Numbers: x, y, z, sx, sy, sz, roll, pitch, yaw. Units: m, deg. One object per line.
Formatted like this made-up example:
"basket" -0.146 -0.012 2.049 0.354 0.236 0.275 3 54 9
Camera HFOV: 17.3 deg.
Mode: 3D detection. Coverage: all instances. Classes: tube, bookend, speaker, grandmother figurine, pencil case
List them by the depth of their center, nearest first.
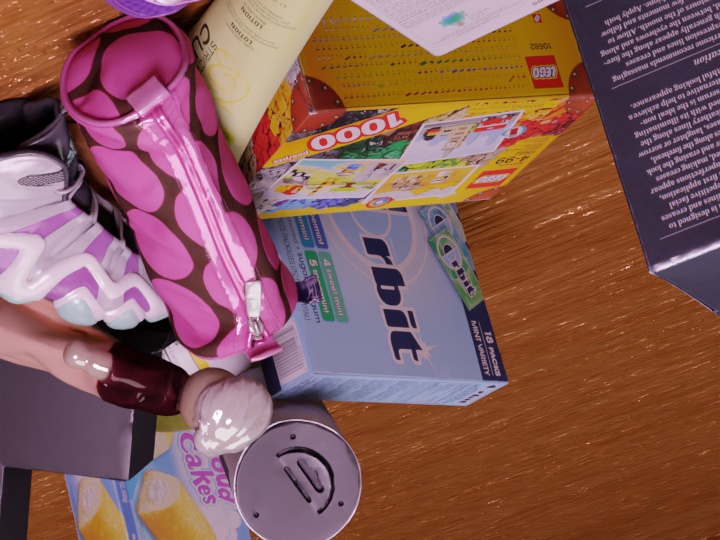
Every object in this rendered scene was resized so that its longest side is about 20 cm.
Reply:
"tube" -0.066 -0.121 1.312 0.052 0.058 0.200 3 154 -24
"pencil case" -0.097 -0.042 1.327 0.090 0.094 0.201 -25 128 1
"grandmother figurine" -0.146 0.058 1.419 0.199 0.061 0.121 19 -177 13
"speaker" -0.049 0.116 1.517 0.081 0.082 0.200 -14 -171 -6
"bookend" -0.219 0.118 1.543 0.198 0.200 0.092 6 -173 7

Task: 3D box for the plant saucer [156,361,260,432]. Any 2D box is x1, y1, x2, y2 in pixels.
"plant saucer" -0.081 0.053 1.725 0.199 0.031 0.200 -21 -162 7

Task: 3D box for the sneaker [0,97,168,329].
"sneaker" -0.168 -0.046 1.370 0.199 0.078 0.141 8 121 -30

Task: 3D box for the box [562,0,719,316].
"box" 0.210 -0.093 1.406 0.106 0.201 0.148 -22 162 18

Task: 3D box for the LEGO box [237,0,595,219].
"LEGO box" 0.018 -0.099 1.420 0.199 0.078 0.149 -6 159 -29

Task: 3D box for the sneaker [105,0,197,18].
"sneaker" -0.097 -0.160 1.130 0.080 0.089 0.200 -13 163 -12

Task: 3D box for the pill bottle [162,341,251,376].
"pill bottle" -0.138 0.034 1.626 0.199 0.112 0.111 -19 162 10

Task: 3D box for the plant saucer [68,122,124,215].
"plant saucer" -0.205 -0.033 1.491 0.199 0.038 0.200 -14 161 -5

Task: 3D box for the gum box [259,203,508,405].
"gum box" 0.000 0.000 1.549 0.044 0.171 0.199 -29 157 35

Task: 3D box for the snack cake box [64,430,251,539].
"snack cake box" -0.161 0.147 1.794 0.114 0.201 0.067 -1 157 -39

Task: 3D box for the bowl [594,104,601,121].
"bowl" 0.264 -0.098 1.589 0.199 0.108 0.200 -14 162 -5

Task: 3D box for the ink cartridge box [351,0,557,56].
"ink cartridge box" 0.047 -0.189 1.182 0.136 0.077 0.200 -24 162 20
